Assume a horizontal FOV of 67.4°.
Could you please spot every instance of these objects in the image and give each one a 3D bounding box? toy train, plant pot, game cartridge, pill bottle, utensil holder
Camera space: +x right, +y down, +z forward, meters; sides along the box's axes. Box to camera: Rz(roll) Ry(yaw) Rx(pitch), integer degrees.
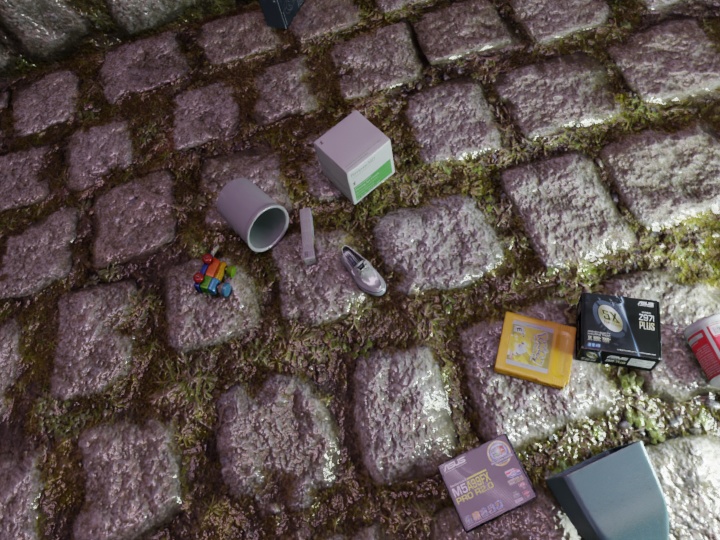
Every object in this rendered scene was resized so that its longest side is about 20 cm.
[{"bbox_3d":[-0.456,-0.014,1.770,0.112,0.085,0.205,15,64,7],"label":"toy train"},{"bbox_3d":[0.563,0.524,1.205,0.191,0.197,0.204,-22,67,-3],"label":"plant pot"},{"bbox_3d":[0.479,0.216,1.481,0.194,0.033,0.180,11,64,18],"label":"game cartridge"},{"bbox_3d":[0.909,0.221,1.346,0.109,0.113,0.205,-14,59,2],"label":"pill bottle"},{"bbox_3d":[-0.361,-0.189,1.798,0.170,0.171,0.199,-42,59,-14],"label":"utensil holder"}]

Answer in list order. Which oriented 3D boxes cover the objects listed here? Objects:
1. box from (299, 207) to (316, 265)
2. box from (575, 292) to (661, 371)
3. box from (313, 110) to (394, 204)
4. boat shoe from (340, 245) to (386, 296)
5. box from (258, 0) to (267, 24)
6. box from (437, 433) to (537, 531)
[{"bbox_3d":[-0.174,-0.114,1.790,0.040,0.039,0.205,-11,59,3],"label":"box"},{"bbox_3d":[0.683,0.161,1.440,0.194,0.087,0.168,7,62,15],"label":"box"},{"bbox_3d":[-0.018,-0.384,1.834,0.198,0.173,0.200,-38,60,-12],"label":"box"},{"bbox_3d":[0.000,0.000,1.675,0.073,0.067,0.199,-43,62,-14],"label":"boat shoe"},{"bbox_3d":[-0.345,-1.195,2.371,0.104,0.150,0.204,16,64,19],"label":"box"},{"bbox_3d":[0.310,0.523,1.333,0.195,0.045,0.163,-23,60,-3],"label":"box"}]
